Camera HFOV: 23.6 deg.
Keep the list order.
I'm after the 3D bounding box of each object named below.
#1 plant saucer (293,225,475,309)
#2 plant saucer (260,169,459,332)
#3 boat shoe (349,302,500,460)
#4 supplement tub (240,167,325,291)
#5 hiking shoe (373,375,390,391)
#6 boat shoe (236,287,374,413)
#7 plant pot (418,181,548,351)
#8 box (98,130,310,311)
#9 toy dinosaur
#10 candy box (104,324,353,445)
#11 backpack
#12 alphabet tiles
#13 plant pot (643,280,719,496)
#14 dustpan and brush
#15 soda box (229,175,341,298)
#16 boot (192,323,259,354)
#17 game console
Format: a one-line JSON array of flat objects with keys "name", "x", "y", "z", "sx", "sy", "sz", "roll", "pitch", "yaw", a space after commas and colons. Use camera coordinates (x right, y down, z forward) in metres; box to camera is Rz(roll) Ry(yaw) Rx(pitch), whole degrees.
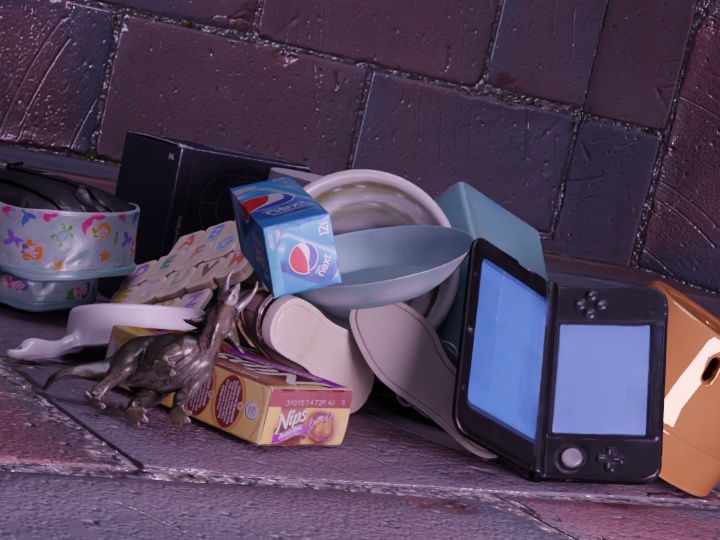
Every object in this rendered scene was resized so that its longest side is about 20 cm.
[{"name": "plant saucer", "x": 0.011, "y": 0.002, "z": 1.625, "sx": 0.201, "sy": 0.039, "sz": 0.201, "roll": -8, "pitch": 14, "yaw": 2}, {"name": "plant saucer", "x": 0.000, "y": 0.000, "z": 1.736, "sx": 0.200, "sy": 0.200, "sz": 0.050, "roll": 13, "pitch": -10, "yaw": 5}, {"name": "boat shoe", "x": 0.069, "y": 0.101, "z": 1.631, "sx": 0.200, "sy": 0.075, "sz": 0.062, "roll": 39, "pitch": -7, "yaw": 9}, {"name": "supplement tub", "x": -0.062, "y": -0.003, "z": 1.909, "sx": 0.145, "sy": 0.200, "sz": 0.145, "roll": 13, "pitch": 6, "yaw": -1}, {"name": "hiking shoe", "x": 0.034, "y": 0.082, "z": 1.870, "sx": 0.074, "sy": 0.087, "sz": 0.200, "roll": 17, "pitch": 7, "yaw": 36}, {"name": "boat shoe", "x": -0.051, "y": 0.074, "z": 1.628, "sx": 0.059, "sy": 0.072, "sz": 0.200, "roll": 22, "pitch": -14, "yaw": 36}, {"name": "plant pot", "x": 0.112, "y": 0.045, "z": 1.779, "sx": 0.141, "sy": 0.141, "sz": 0.200, "roll": 30, "pitch": 36, "yaw": -41}, {"name": "box", "x": -0.187, "y": -0.050, "z": 2.064, "sx": 0.196, "sy": 0.200, "sz": 0.124, "roll": 7, "pitch": 7, "yaw": -43}, {"name": "toy dinosaur", "x": -0.172, "y": 0.083, "z": 1.459, "sx": 0.200, "sy": 0.077, "sz": 0.102, "roll": -23, "pitch": 18, "yaw": 25}, {"name": "candy box", "x": -0.120, "y": 0.102, "z": 1.539, "sx": 0.200, "sy": 0.057, "sz": 0.117, "roll": 16, "pitch": 5, "yaw": 37}, {"name": "backpack", "x": -0.340, "y": -0.035, "z": 1.856, "sx": 0.200, "sy": 0.151, "sz": 0.177, "roll": 8, "pitch": 8, "yaw": 36}, {"name": "alphabet tiles", "x": -0.181, "y": 0.002, "z": 1.806, "sx": 0.200, "sy": 0.015, "sz": 0.196, "roll": -17, "pitch": 26, "yaw": 32}, {"name": "plant pot", "x": 0.301, "y": 0.104, "z": 1.691, "sx": 0.200, "sy": 0.140, "sz": 0.200, "roll": 35, "pitch": 10, "yaw": -7}, {"name": "dustpan and brush", "x": -0.253, "y": 0.061, "z": 1.642, "sx": 0.139, "sy": 0.057, "sz": 0.200, "roll": -6, "pitch": -9, "yaw": 42}, {"name": "soda box", "x": -0.072, "y": -0.034, "z": 1.597, "sx": 0.064, "sy": 0.068, "sz": 0.200, "roll": -13, "pitch": 15, "yaw": -10}, {"name": "boot", "x": -0.074, "y": 0.006, "z": 1.795, "sx": 0.182, "sy": 0.200, "sz": 0.073, "roll": 16, "pitch": -4, "yaw": 9}, {"name": "game console", "x": 0.185, "y": 0.080, "z": 1.562, "sx": 0.176, "sy": 0.200, "sz": 0.116, "roll": 1, "pitch": -30, "yaw": 14}]
